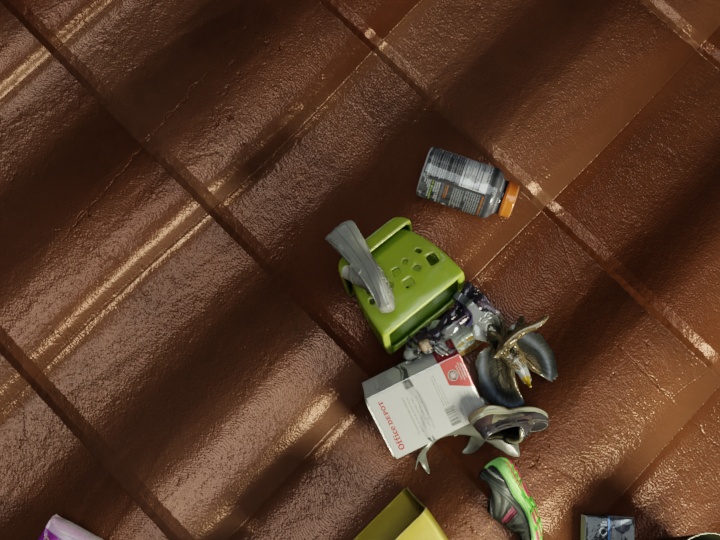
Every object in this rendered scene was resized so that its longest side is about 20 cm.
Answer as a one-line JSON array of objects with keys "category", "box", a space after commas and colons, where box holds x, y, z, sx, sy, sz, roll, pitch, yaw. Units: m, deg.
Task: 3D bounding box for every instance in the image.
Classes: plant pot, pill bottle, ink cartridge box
[{"category": "plant pot", "box": [0.072, 0.022, 1.723, 0.198, 0.200, 0.182, -38, 73, -6]}, {"category": "plant pot", "box": [0.089, 0.551, 1.627, 0.200, 0.200, 0.177, -43, 94, -7]}, {"category": "pill bottle", "box": [0.221, -0.172, 1.801, 0.198, 0.106, 0.107, 20, 80, 4]}, {"category": "ink cartridge box", "box": [0.473, 0.572, 1.689, 0.098, 0.039, 0.202, 2, 80, 0]}, {"category": "ink cartridge box", "box": [0.120, 0.245, 1.695, 0.199, 0.083, 0.148, -25, 110, 1]}]

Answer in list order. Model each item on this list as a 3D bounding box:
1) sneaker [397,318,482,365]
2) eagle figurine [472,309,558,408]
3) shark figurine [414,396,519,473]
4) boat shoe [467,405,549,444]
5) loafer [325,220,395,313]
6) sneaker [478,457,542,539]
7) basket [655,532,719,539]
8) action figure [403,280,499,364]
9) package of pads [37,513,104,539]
[{"category": "sneaker", "box": [0.152, 0.148, 1.767, 0.199, 0.076, 0.088, -31, 52, 2]}, {"category": "eagle figurine", "box": [0.298, 0.173, 1.710, 0.150, 0.200, 0.152, 0, 62, 18]}, {"category": "shark figurine", "box": [0.199, 0.316, 1.718, 0.212, 0.090, 0.129, -10, 78, -3]}, {"category": "boat shoe", "box": [0.289, 0.300, 1.683, 0.072, 0.199, 0.065, -45, 49, 34]}, {"category": "loafer", "box": [0.000, 0.000, 1.610, 0.069, 0.070, 0.201, -31, 60, 3]}, {"category": "sneaker", "box": [0.291, 0.462, 1.704, 0.083, 0.077, 0.202, -27, 80, 21]}, {"category": "basket", "box": [0.587, 0.557, 1.608, 0.135, 0.200, 0.181, 31, 80, 7]}, {"category": "action figure", "box": [0.158, 0.113, 1.663, 0.200, 0.130, 0.070, -39, 112, 1]}, {"category": "package of pads", "box": [-0.529, 0.564, 1.680, 0.199, 0.076, 0.121, 26, 78, 5]}]
